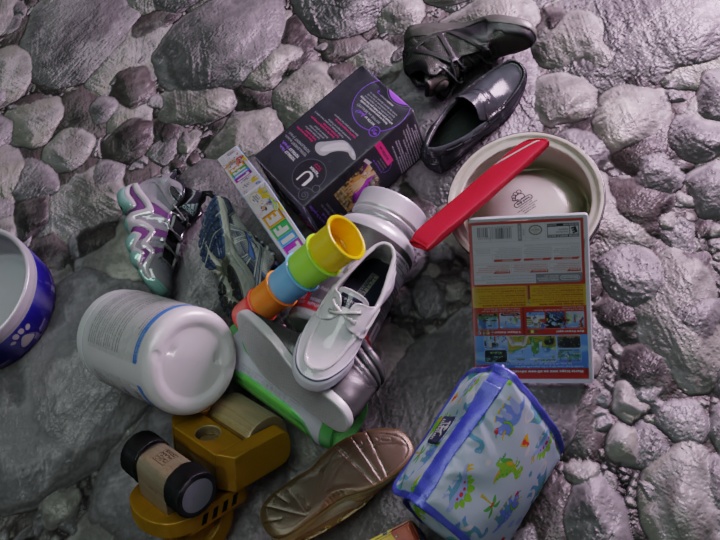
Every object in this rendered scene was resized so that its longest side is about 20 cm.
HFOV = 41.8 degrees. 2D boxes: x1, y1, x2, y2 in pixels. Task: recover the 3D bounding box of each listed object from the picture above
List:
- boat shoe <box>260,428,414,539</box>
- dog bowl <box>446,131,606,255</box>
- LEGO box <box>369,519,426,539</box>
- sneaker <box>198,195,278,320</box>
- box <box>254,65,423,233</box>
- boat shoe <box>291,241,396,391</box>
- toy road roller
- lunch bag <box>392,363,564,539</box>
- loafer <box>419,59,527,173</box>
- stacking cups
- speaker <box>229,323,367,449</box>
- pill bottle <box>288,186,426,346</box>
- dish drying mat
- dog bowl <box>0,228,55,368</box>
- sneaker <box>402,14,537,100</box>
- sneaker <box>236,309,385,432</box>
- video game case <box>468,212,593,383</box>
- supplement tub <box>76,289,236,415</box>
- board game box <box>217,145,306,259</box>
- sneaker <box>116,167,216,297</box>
[{"bbox_3d":[-0.026,0.256,1.116,0.199,0.067,0.074,-26,58,-13],"label":"boat shoe"},{"bbox_3d":[0.214,-0.074,1.209,0.198,0.074,0.202,-7,62,14],"label":"dog bowl"},{"bbox_3d":[0.004,0.392,1.032,0.199,0.077,0.150,-27,59,2],"label":"LEGO box"},{"bbox_3d":[-0.162,-0.016,1.290,0.077,0.085,0.201,-49,51,40],"label":"sneaker"},{"bbox_3d":[-0.024,-0.160,1.303,0.200,0.106,0.122,-41,61,-7],"label":"box"},{"bbox_3d":[-0.018,0.045,1.076,0.073,0.066,0.201,23,55,8],"label":"boat shoe"},{"bbox_3d":[-0.186,0.254,1.145,0.122,0.147,0.199,23,35,38],"label":"toy road roller"},{"bbox_3d":[0.125,0.206,1.020,0.127,0.200,0.171,29,75,26],"label":"lunch bag"},{"bbox_3d":[0.159,-0.218,1.296,0.068,0.070,0.201,41,80,19],"label":"loafer"},{"bbox_3d":[-0.079,0.010,1.132,0.200,0.060,0.061,-37,53,35],"label":"stacking cups"},{"bbox_3d":[-0.089,0.140,1.182,0.199,0.089,0.089,31,76,27],"label":"speaker"},{"bbox_3d":[0.000,0.000,1.210,0.113,0.114,0.201,19,71,24],"label":"pill bottle"},{"bbox_3d":[0.145,-0.095,1.161,0.200,0.077,0.018,-40,104,-5],"label":"dish drying mat"},{"bbox_3d":[-0.551,0.043,1.371,0.198,0.079,0.202,-7,62,13],"label":"dog bowl"},{"bbox_3d":[0.152,-0.299,1.342,0.197,0.076,0.115,-1,65,19],"label":"sneaker"},{"bbox_3d":[-0.055,0.099,1.119,0.200,0.071,0.099,37,51,24],"label":"sneaker"},{"bbox_3d":[0.204,0.034,1.128,0.142,0.017,0.202,-2,96,15],"label":"video game case"},{"bbox_3d":[-0.259,0.098,1.187,0.199,0.132,0.133,11,65,49],"label":"supplement tub"},{"bbox_3d":[-0.121,-0.078,1.223,0.034,0.135,0.200,-35,25,-3],"label":"board game box"},{"bbox_3d":[-0.264,-0.068,1.343,0.139,0.078,0.201,-25,60,3],"label":"sneaker"}]
